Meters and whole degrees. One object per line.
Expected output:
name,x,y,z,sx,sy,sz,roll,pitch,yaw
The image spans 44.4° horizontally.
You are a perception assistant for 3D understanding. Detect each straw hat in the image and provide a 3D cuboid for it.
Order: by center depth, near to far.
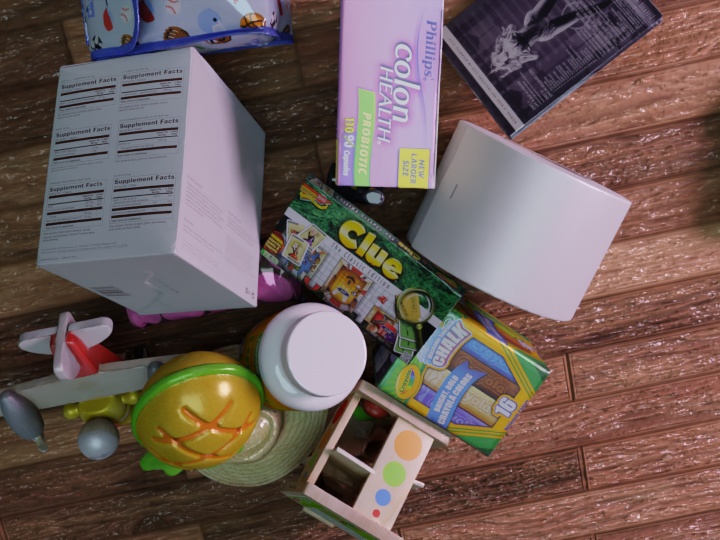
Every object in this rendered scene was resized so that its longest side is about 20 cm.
straw hat,-0.138,0.187,1.052,0.199,0.085,0.203,0,105,-2

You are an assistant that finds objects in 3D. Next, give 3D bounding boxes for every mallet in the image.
mallet,-0.007,-0.088,0.928,0.065,0.200,0.042,11,98,-1

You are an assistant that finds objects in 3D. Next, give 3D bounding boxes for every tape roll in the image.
tape roll,0.166,-0.055,0.938,0.201,0.203,0.140,24,103,-7

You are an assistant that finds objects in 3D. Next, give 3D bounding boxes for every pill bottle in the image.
pill bottle,-0.062,0.094,0.943,0.110,0.200,0.112,3,81,-17

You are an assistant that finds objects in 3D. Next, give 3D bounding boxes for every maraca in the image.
maraca,-0.169,0.157,0.915,0.136,0.108,0.201,-4,141,-19

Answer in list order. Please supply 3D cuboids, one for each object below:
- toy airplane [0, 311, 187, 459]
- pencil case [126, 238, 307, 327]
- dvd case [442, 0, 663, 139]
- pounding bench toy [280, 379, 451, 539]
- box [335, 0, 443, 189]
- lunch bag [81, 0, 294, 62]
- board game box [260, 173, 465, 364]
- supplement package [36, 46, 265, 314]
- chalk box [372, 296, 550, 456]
toy airplane,-0.290,0.133,0.963,0.199,0.198,0.143,-30,61,42
pencil case,-0.164,0.013,1.006,0.198,0.094,0.092,-8,103,3
dvd case,0.197,-0.259,0.949,0.199,0.016,0.149,-37,74,7
pounding bench toy,-0.002,0.225,1.052,0.124,0.200,0.157,32,70,-7
box,0.025,-0.187,0.902,0.096,0.200,0.178,2,105,-2
lunch bag,-0.177,-0.291,0.841,0.198,0.124,0.172,-3,97,11
board game box,0.000,0.000,0.920,0.199,0.023,0.105,36,115,2
supplement package,-0.198,-0.079,0.880,0.145,0.191,0.202,-4,72,15
chalk box,0.093,0.092,1.013,0.199,0.125,0.124,33,101,-10
